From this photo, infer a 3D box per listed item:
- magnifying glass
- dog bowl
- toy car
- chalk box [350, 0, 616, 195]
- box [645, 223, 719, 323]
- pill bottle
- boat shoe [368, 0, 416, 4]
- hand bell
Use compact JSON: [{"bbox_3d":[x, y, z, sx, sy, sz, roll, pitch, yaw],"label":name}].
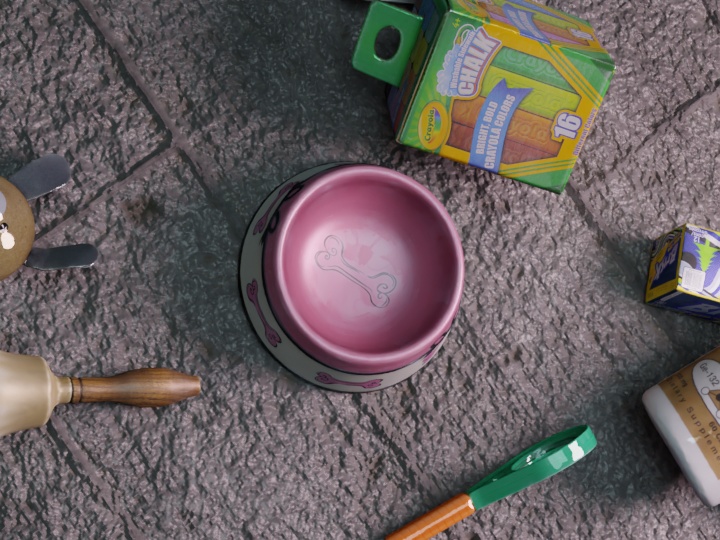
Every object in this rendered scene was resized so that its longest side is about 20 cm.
[{"bbox_3d":[0.111,0.186,1.384,0.198,0.080,0.023,-27,92,-7],"label":"magnifying glass"},{"bbox_3d":[0.000,0.000,1.380,0.198,0.074,0.203,2,81,-14],"label":"dog bowl"},{"bbox_3d":[-0.304,-0.042,1.277,0.198,0.158,0.166,-5,62,-32],"label":"toy car"},{"bbox_3d":[0.094,-0.168,1.383,0.198,0.124,0.126,15,114,-12],"label":"chalk box"},{"bbox_3d":[0.362,0.018,1.473,0.198,0.070,0.065,16,75,-12],"label":"box"},{"bbox_3d":[0.352,0.105,1.401,0.199,0.114,0.115,-32,89,5],"label":"pill bottle"},{"bbox_3d":[0.081,-0.261,1.440,0.198,0.074,0.067,-17,71,-17],"label":"boat shoe"},{"bbox_3d":[-0.223,0.094,1.311,0.198,0.104,0.106,-1,81,-27],"label":"hand bell"}]
